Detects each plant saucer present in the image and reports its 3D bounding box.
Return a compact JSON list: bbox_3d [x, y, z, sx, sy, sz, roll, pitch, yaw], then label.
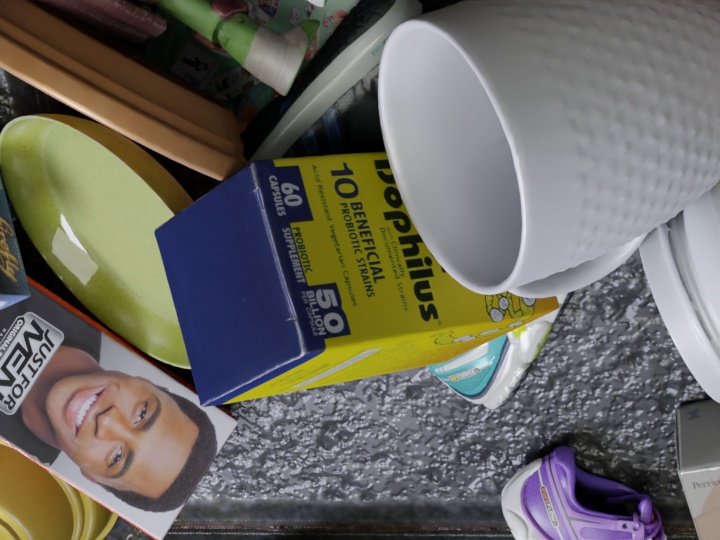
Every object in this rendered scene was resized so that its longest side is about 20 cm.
[{"bbox_3d":[-0.150,-0.023,1.006,0.199,0.031,0.201,32,147,23],"label":"plant saucer"},{"bbox_3d":[-0.147,-0.112,0.881,0.199,0.200,0.038,28,94,-7],"label":"plant saucer"}]

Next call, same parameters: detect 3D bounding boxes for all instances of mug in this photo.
[{"bbox_3d":[0.119,-0.066,0.854,0.174,0.148,0.201,-20,137,-21],"label":"mug"}]

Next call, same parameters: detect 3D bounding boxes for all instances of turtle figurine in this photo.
[{"bbox_3d":[-0.104,-0.194,0.887,0.193,0.200,0.145,24,98,-4],"label":"turtle figurine"}]

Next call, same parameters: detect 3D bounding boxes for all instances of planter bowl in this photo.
[{"bbox_3d":[-0.278,0.175,1.145,0.199,0.084,0.202,3,126,4],"label":"planter bowl"}]

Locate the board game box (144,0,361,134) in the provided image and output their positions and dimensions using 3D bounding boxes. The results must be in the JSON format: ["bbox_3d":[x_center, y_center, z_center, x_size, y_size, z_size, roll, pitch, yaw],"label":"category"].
[{"bbox_3d":[-0.050,-0.172,0.952,0.134,0.029,0.201,19,121,-2],"label":"board game box"}]

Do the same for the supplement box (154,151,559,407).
[{"bbox_3d":[0.000,0.000,0.917,0.109,0.199,0.110,-28,75,47],"label":"supplement box"}]

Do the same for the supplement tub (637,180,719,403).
[{"bbox_3d":[0.277,-0.017,0.914,0.199,0.145,0.145,-26,112,23],"label":"supplement tub"}]

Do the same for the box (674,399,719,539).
[{"bbox_3d":[0.282,0.183,1.067,0.094,0.078,0.201,-15,116,18],"label":"box"}]

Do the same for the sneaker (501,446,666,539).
[{"bbox_3d":[0.190,0.200,1.095,0.200,0.081,0.083,39,113,-12],"label":"sneaker"}]

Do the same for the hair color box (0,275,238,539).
[{"bbox_3d":[-0.194,0.087,1.082,0.199,0.061,0.102,34,85,-11],"label":"hair color box"}]

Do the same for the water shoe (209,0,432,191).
[{"bbox_3d":[-0.018,-0.076,0.943,0.079,0.072,0.200,36,121,-17],"label":"water shoe"}]

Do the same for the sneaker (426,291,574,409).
[{"bbox_3d":[0.096,0.003,1.003,0.079,0.078,0.201,28,121,4],"label":"sneaker"}]

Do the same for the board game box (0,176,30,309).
[{"bbox_3d":[-0.319,-0.013,1.042,0.199,0.035,0.136,-21,78,23],"label":"board game box"}]
